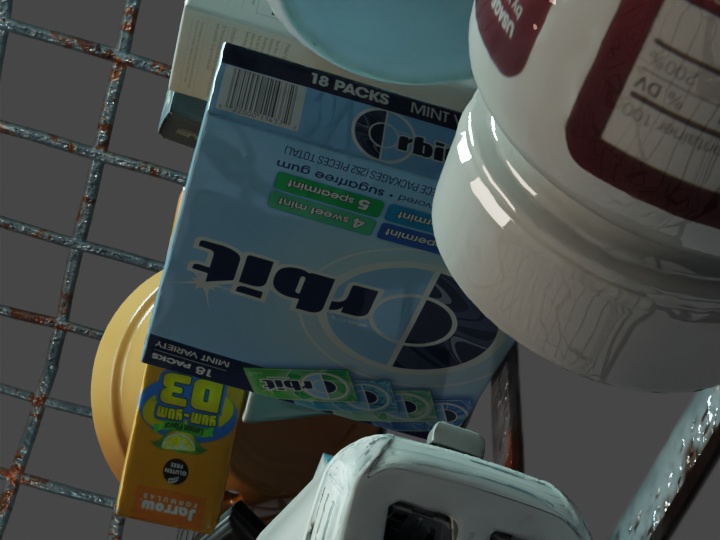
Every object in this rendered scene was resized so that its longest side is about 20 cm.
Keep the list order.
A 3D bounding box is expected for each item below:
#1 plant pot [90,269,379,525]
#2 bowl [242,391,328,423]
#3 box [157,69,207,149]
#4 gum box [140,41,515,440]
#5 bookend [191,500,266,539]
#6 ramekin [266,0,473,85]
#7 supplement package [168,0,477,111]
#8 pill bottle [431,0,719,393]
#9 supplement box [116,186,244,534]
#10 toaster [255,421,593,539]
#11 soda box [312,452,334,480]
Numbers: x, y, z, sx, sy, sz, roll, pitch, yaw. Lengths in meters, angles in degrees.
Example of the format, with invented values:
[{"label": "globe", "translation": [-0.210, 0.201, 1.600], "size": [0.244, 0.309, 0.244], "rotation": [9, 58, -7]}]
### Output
[{"label": "plant pot", "translation": [-0.073, 0.085, 1.053], "size": [0.140, 0.198, 0.203], "rotation": [-11, 63, 64]}, {"label": "bowl", "translation": [0.000, 0.000, 0.893], "size": [0.201, 0.104, 0.204], "rotation": [-168, 90, -87]}, {"label": "box", "translation": [-0.035, -0.146, 1.124], "size": [0.051, 0.197, 0.160], "rotation": [136, 148, -66]}, {"label": "gum box", "translation": [-0.005, -0.002, 0.710], "size": [0.201, 0.168, 0.045], "rotation": [116, 167, -53]}, {"label": "bookend", "translation": [-0.134, 0.271, 1.000], "size": [0.200, 0.092, 0.199], "rotation": [-47, 0, -25]}, {"label": "ramekin", "translation": [0.032, -0.176, 0.716], "size": [0.203, 0.199, 0.095], "rotation": [114, 157, -49]}, {"label": "supplement package", "translation": [-0.017, -0.172, 1.027], "size": [0.121, 0.197, 0.121], "rotation": [123, 160, -67]}, {"label": "pill bottle", "translation": [0.091, -0.076, 0.340], "size": [0.115, 0.113, 0.201], "rotation": [-83, 12, -51]}, {"label": "supplement box", "translation": [-0.099, 0.055, 0.930], "size": [0.069, 0.066, 0.203], "rotation": [171, 109, -83]}, {"label": "toaster", "translation": [0.009, 0.153, 0.510], "size": [0.130, 0.112, 0.202], "rotation": [120, 166, -55]}, {"label": "soda box", "translation": [-0.024, 0.204, 0.812], "size": [0.069, 0.063, 0.202], "rotation": [-95, 25, -69]}]
